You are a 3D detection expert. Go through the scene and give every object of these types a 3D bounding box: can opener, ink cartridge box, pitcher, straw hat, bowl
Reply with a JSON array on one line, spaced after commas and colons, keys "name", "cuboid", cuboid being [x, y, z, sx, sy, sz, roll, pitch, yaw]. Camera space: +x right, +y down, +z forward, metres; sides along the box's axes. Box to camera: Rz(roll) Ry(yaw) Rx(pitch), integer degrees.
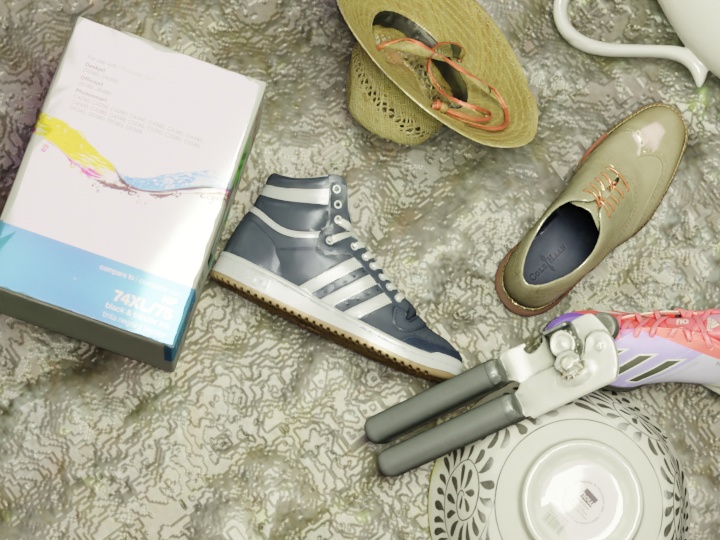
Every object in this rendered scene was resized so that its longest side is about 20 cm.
[{"name": "can opener", "cuboid": [0.099, 0.092, 1.589, 0.199, 0.066, 0.053, -26, 76, 13]}, {"name": "ink cartridge box", "cuboid": [-0.168, -0.052, 1.578, 0.145, 0.147, 0.201, 19, 80, -1]}, {"name": "pitcher", "cuboid": [0.260, -0.200, 1.669, 0.200, 0.121, 0.172, 40, 100, 12]}, {"name": "straw hat", "cuboid": [0.032, -0.143, 1.639, 0.201, 0.201, 0.085, 45, 123, 3]}, {"name": "bowl", "cuboid": [0.152, 0.170, 1.599, 0.199, 0.094, 0.202, 1, 80, -5]}]

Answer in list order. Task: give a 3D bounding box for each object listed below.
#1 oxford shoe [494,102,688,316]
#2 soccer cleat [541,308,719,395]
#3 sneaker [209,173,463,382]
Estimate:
[{"name": "oxford shoe", "cuboid": [0.182, -0.048, 1.647, 0.071, 0.074, 0.200, 38, 79, 2]}, {"name": "soccer cleat", "cuboid": [0.234, 0.052, 1.628, 0.198, 0.073, 0.069, 9, 56, -6]}, {"name": "sneaker", "cuboid": [0.000, 0.000, 1.624, 0.199, 0.070, 0.109, 25, 81, 2]}]
